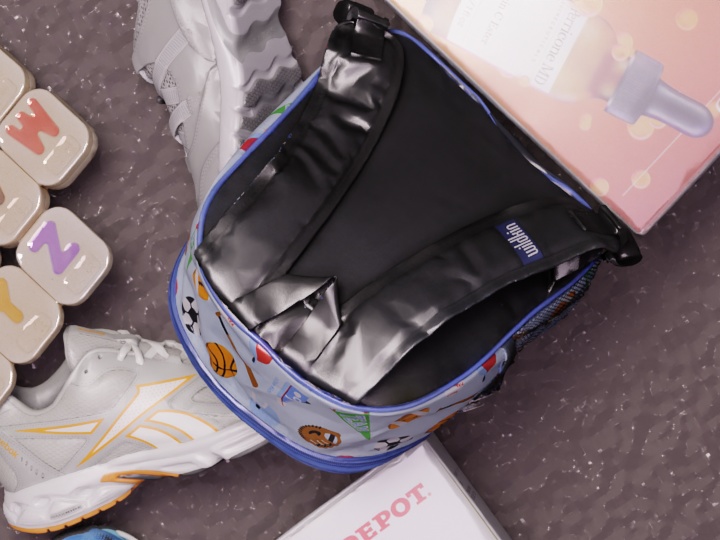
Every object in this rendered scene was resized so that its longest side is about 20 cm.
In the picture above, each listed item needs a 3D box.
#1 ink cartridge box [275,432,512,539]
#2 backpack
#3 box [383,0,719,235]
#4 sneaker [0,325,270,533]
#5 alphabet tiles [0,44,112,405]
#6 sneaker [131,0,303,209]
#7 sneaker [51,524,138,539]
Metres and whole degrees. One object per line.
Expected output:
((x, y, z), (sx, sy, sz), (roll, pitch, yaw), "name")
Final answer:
((0.036, 0.203, 1.504), (0.146, 0.084, 0.200), (-36, 88, 5), "ink cartridge box")
((0.000, 0.000, 1.433), (0.200, 0.154, 0.190), (41, 52, 13), "backpack")
((0.120, -0.139, 1.477), (0.200, 0.106, 0.152), (43, 94, 3), "box")
((-0.109, 0.061, 1.510), (0.199, 0.076, 0.092), (-23, 101, 4), "sneaker")
((-0.231, -0.022, 1.525), (0.195, 0.015, 0.200), (42, 95, 21), "alphabet tiles")
((-0.079, -0.103, 1.524), (0.082, 0.075, 0.201), (-4, 94, 34), "sneaker")
((-0.116, 0.229, 1.514), (0.078, 0.090, 0.201), (-20, 89, 5), "sneaker")
